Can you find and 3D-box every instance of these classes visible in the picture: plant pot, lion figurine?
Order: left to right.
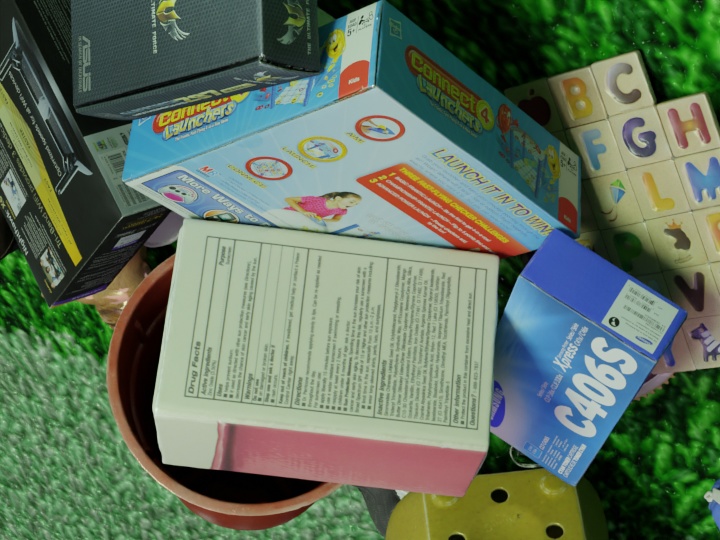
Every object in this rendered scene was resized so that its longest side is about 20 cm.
[{"bbox_3d":[-0.194,-0.023,1.186,0.122,0.073,0.201,12,136,14],"label":"lion figurine"},{"bbox_3d":[-0.080,0.102,1.101,0.200,0.202,0.195,27,159,6],"label":"plant pot"},{"bbox_3d":[0.113,0.258,1.135,0.194,0.195,0.201,-5,136,0],"label":"plant pot"}]

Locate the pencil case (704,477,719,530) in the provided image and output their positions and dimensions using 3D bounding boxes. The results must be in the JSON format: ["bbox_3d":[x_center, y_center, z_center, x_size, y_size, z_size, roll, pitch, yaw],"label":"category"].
[{"bbox_3d":[0.288,0.117,0.985,0.086,0.078,0.201,4,140,-1],"label":"pencil case"}]

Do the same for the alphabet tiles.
[{"bbox_3d":[0.161,-0.028,0.909,0.166,0.006,0.201,-10,106,44],"label":"alphabet tiles"}]

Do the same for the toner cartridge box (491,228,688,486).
[{"bbox_3d":[0.129,0.061,0.937,0.095,0.043,0.200,34,153,12],"label":"toner cartridge box"}]

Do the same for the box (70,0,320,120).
[{"bbox_3d":[-0.096,-0.194,0.821,0.157,0.202,0.051,-6,174,41],"label":"box"}]

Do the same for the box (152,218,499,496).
[{"bbox_3d":[-0.020,0.057,0.919,0.198,0.129,0.109,7,156,-2],"label":"box"}]

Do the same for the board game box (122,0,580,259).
[{"bbox_3d":[-0.002,-0.060,0.886,0.195,0.056,0.200,-16,147,37],"label":"board game box"}]

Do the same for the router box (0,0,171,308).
[{"bbox_3d":[-0.218,-0.096,1.052,0.157,0.052,0.201,-40,75,52],"label":"router box"}]

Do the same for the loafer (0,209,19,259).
[{"bbox_3d":[-0.320,-0.066,1.224,0.073,0.072,0.201,20,143,15],"label":"loafer"}]

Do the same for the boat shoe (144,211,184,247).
[{"bbox_3d":[-0.138,-0.074,1.063,0.201,0.074,0.069,104,144,-53],"label":"boat shoe"}]

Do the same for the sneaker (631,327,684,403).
[{"bbox_3d":[0.154,0.043,1.002,0.090,0.075,0.200,31,144,-9],"label":"sneaker"}]

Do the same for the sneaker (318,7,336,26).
[{"bbox_3d":[0.008,-0.100,0.951,0.073,0.071,0.200,-6,152,24],"label":"sneaker"}]

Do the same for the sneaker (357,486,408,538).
[{"bbox_3d":[0.019,0.169,1.243,0.090,0.067,0.200,26,155,9],"label":"sneaker"}]

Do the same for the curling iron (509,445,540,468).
[{"bbox_3d":[0.077,0.081,1.087,0.200,0.026,0.050,40,127,-17],"label":"curling iron"}]
